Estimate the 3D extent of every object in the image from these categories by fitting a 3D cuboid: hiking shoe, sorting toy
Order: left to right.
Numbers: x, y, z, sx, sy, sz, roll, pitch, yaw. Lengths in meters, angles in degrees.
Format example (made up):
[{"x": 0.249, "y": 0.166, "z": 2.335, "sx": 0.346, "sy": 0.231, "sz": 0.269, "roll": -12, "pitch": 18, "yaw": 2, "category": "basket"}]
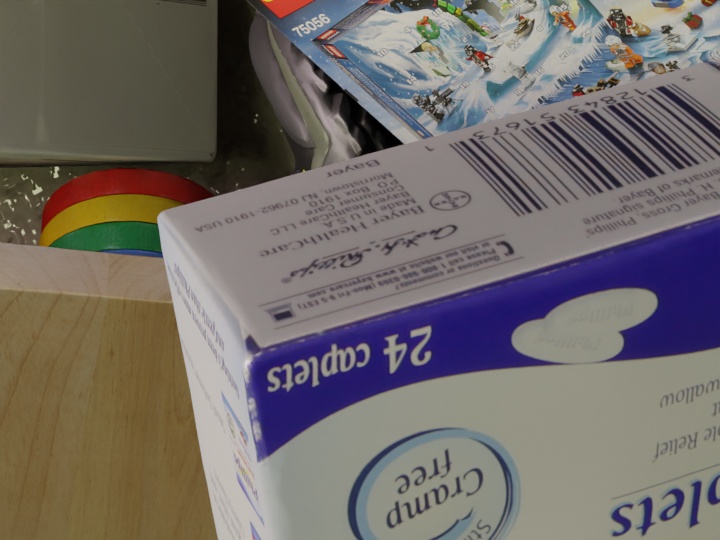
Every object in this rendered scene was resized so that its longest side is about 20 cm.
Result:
[{"x": -0.133, "y": 0.032, "z": 0.968, "sx": 0.200, "sy": 0.198, "sz": 0.070, "roll": 108, "pitch": 165, "yaw": -54, "category": "sorting toy"}, {"x": 0.000, "y": 0.000, "z": 0.924, "sx": 0.101, "sy": 0.076, "sz": 0.200, "roll": -28, "pitch": 88, "yaw": 37, "category": "hiking shoe"}]

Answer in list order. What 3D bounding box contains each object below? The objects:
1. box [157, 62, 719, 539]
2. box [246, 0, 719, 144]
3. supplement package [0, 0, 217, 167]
[{"x": 0.051, "y": 0.064, "z": 0.799, "sx": 0.105, "sy": 0.184, "sz": 0.200, "roll": -127, "pitch": 24, "yaw": -59, "category": "box"}, {"x": 0.067, "y": -0.104, "z": 0.816, "sx": 0.200, "sy": 0.040, "sz": 0.137, "roll": -24, "pitch": 126, "yaw": 40, "category": "box"}, {"x": -0.173, "y": -0.114, "z": 0.952, "sx": 0.200, "sy": 0.151, "sz": 0.152, "roll": 0, "pitch": 90, "yaw": 37, "category": "supplement package"}]
